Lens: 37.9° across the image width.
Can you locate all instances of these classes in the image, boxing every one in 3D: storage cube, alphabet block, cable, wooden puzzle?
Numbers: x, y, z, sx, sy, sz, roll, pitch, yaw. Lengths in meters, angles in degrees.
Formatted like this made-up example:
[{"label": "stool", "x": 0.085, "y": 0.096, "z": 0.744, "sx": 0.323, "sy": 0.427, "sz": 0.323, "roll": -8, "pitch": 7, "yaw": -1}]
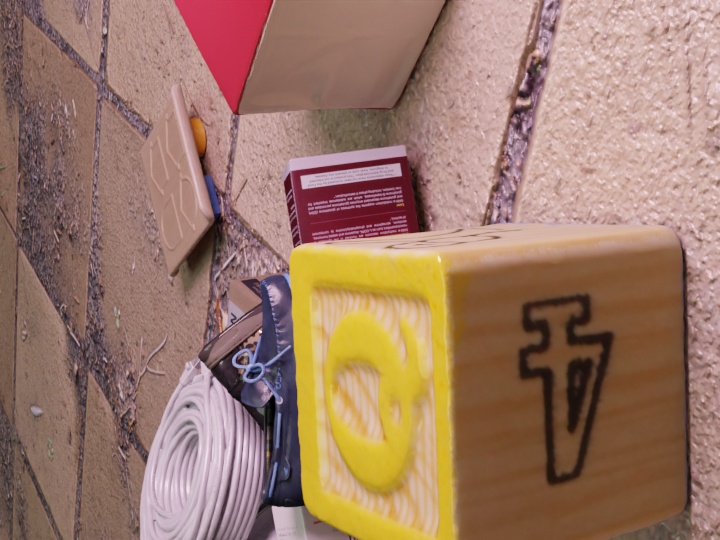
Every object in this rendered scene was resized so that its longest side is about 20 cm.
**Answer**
[{"label": "storage cube", "x": -0.045, "y": -0.257, "z": 0.897, "sx": 0.181, "sy": 0.169, "sz": 0.201, "roll": 60, "pitch": 141, "yaw": 31}, {"label": "alphabet block", "x": 0.083, "y": 0.072, "z": 0.711, "sx": 0.195, "sy": 0.198, "sz": 0.199, "roll": 2, "pitch": 97, "yaw": 59}, {"label": "cable", "x": -0.162, "y": 0.208, "z": 1.067, "sx": 0.201, "sy": 0.069, "sz": 0.201, "roll": -57, "pitch": 32, "yaw": 26}, {"label": "wooden puzzle", "x": -0.229, "y": -0.113, "z": 1.357, "sx": 0.200, "sy": 0.046, "sz": 0.187, "roll": -46, "pitch": 56, "yaw": 58}]

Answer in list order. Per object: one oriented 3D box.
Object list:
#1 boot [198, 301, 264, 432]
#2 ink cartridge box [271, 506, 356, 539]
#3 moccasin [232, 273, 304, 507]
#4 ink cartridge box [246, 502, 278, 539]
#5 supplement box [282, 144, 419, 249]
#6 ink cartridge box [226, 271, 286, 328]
[{"label": "boot", "x": -0.032, "y": 0.081, "z": 0.973, "sx": 0.152, "sy": 0.199, "sz": 0.073, "roll": 57, "pitch": 171, "yaw": 0}, {"label": "ink cartridge box", "x": -0.010, "y": 0.264, "z": 0.980, "sx": 0.067, "sy": 0.116, "sz": 0.203, "roll": -29, "pitch": 71, "yaw": 58}, {"label": "moccasin", "x": -0.070, "y": 0.106, "z": 0.896, "sx": 0.080, "sy": 0.067, "sz": 0.203, "roll": 160, "pitch": 101, "yaw": -80}, {"label": "ink cartridge box", "x": -0.088, "y": 0.323, "z": 1.099, "sx": 0.146, "sy": 0.083, "sz": 0.199, "roll": 56, "pitch": 154, "yaw": -17}, {"label": "supplement box", "x": 0.000, "y": 0.000, "z": 0.917, "sx": 0.061, "sy": 0.107, "sz": 0.203, "roll": 149, "pitch": 113, "yaw": -78}, {"label": "ink cartridge box", "x": -0.082, "y": 0.126, "z": 1.119, "sx": 0.164, "sy": 0.074, "sz": 0.203, "roll": 33, "pitch": 123, "yaw": 51}]
